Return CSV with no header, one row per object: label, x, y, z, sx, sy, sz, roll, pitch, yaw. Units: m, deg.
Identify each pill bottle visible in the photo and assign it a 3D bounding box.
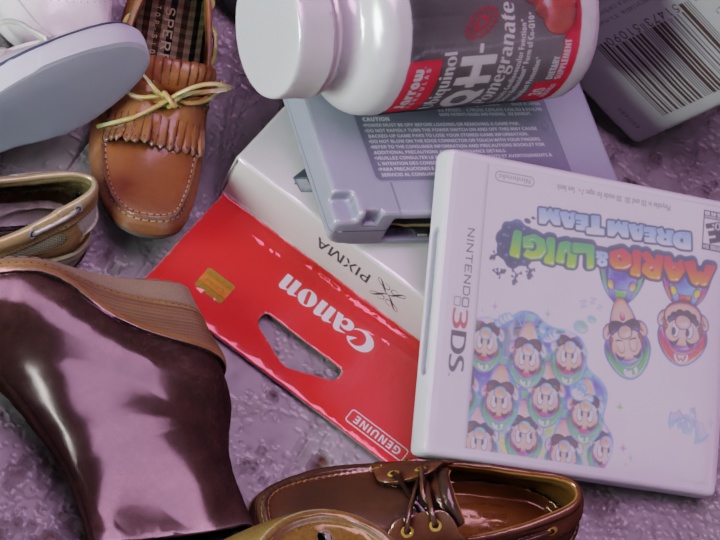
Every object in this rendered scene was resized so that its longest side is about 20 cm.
pill bottle,0.032,-0.149,1.724,0.200,0.111,0.111,-7,62,-29

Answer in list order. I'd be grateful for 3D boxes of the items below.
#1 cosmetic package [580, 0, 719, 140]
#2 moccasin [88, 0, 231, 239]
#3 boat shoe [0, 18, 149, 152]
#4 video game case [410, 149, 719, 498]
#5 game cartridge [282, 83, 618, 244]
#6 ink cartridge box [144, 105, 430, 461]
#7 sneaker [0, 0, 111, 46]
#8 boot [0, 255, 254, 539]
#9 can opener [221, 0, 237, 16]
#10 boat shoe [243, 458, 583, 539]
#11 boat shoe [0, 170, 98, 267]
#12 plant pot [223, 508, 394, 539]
cosmetic package,0.214,-0.225,1.862,0.165,0.165,0.200,45,51,-17
moccasin,-0.117,-0.109,1.753,0.074,0.078,0.202,16,55,-6
boat shoe,-0.227,-0.110,1.701,0.202,0.075,0.086,-27,61,-3
video game case,0.129,0.033,1.737,0.200,0.024,0.182,10,79,-24
game cartridge,0.053,-0.080,1.778,0.200,0.040,0.133,-1,60,-26
ink cartridge box,0.000,0.000,1.752,0.200,0.045,0.176,37,53,5
sneaker,-0.191,-0.215,1.781,0.075,0.100,0.200,-2,61,-24
boot,-0.162,0.079,1.623,0.200,0.072,0.166,1,57,-24
can opener,-0.105,-0.225,1.848,0.200,0.053,0.066,36,55,4
boat shoe,0.033,0.135,1.664,0.200,0.068,0.072,2,59,-19
boat shoe,-0.243,-0.024,1.656,0.200,0.076,0.072,-18,67,-28
plant pot,-0.041,0.207,1.511,0.186,0.200,0.187,10,56,-15
